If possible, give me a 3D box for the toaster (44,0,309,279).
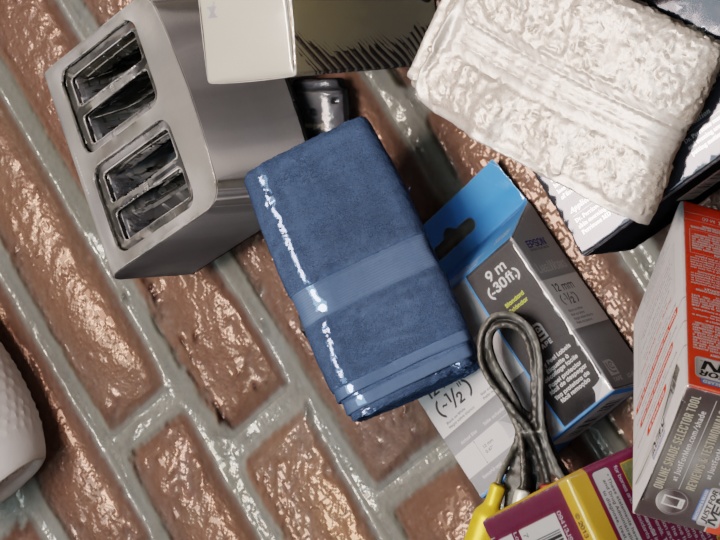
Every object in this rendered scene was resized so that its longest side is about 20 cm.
[{"bbox_3d":[-0.133,-0.105,1.797,0.200,0.118,0.182,-30,76,43],"label":"toaster"}]

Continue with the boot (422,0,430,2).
[{"bbox_3d":[0.137,-0.243,1.604,0.199,0.139,0.077,-7,137,43],"label":"boot"}]

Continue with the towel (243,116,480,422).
[{"bbox_3d":[0.000,0.000,1.689,0.111,0.049,0.201,-23,83,-7],"label":"towel"}]

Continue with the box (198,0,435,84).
[{"bbox_3d":[-0.027,-0.174,1.689,0.082,0.200,0.069,-2,96,34],"label":"box"}]

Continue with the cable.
[{"bbox_3d":[0.120,0.131,1.647,0.096,0.050,0.202,3,97,13],"label":"cable"}]

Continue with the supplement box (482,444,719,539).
[{"bbox_3d":[0.202,0.181,1.578,0.103,0.199,0.132,-36,76,50],"label":"supplement box"}]

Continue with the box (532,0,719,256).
[{"bbox_3d":[0.196,-0.140,1.589,0.200,0.104,0.183,-36,78,23],"label":"box"}]

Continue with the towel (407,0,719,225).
[{"bbox_3d":[0.131,-0.132,1.546,0.199,0.034,0.133,30,106,23],"label":"towel"}]

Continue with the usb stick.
[{"bbox_3d":[-0.028,-0.047,1.809,0.055,0.033,0.202,2,97,35],"label":"usb stick"}]

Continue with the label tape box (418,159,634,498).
[{"bbox_3d":[0.095,0.042,1.721,0.143,0.066,0.201,-42,75,31],"label":"label tape box"}]

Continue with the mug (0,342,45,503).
[{"bbox_3d":[-0.359,0.127,2.005,0.176,0.147,0.200,50,150,9],"label":"mug"}]

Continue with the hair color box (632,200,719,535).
[{"bbox_3d":[0.220,0.060,1.523,0.063,0.201,0.111,15,127,-3],"label":"hair color box"}]
